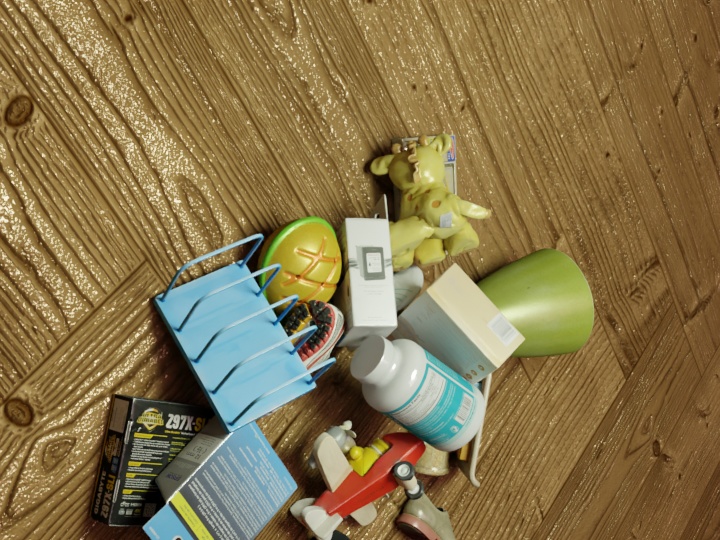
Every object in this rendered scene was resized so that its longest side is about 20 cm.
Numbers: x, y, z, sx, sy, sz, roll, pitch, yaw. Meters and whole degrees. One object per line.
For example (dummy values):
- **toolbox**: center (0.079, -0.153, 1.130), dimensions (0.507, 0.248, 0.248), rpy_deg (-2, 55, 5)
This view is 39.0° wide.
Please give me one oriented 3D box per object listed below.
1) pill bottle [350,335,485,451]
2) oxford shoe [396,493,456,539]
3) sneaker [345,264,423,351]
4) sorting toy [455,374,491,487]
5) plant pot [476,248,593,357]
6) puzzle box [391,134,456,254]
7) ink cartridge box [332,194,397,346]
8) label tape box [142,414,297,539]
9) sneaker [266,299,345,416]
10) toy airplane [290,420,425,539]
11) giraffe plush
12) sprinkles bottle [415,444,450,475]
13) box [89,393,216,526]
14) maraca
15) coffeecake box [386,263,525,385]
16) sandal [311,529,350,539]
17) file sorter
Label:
- **pill bottle**: center (0.079, 0.171, 1.461), dimensions (0.200, 0.111, 0.111), rpy_deg (37, 68, -29)
- **oxford shoe**: center (0.140, 0.444, 1.723), dimensions (0.200, 0.070, 0.075), rpy_deg (50, 55, -37)
- **sneaker**: center (0.028, 0.037, 1.567), dimensions (0.080, 0.070, 0.200), rpy_deg (55, 49, -9)
- **sorting toy**: center (0.181, 0.248, 1.699), dimensions (0.036, 0.185, 0.201), rpy_deg (6, 87, -1)
- **plant pot**: center (0.259, 0.073, 1.733), dimensions (0.199, 0.187, 0.188), rpy_deg (-13, 104, -31)
- **puzzle box**: center (0.108, -0.119, 1.662), dimensions (0.133, 0.025, 0.201), rpy_deg (-12, 103, -45)
- **ink cartridge box**: center (0.000, 0.000, 1.471), dimensions (0.066, 0.116, 0.201), rpy_deg (0, 71, -14)
- **label tape box**: center (-0.190, 0.296, 1.308), dimensions (0.200, 0.066, 0.144), rpy_deg (-46, 122, -30)
- **sneaker**: center (-0.090, 0.129, 1.410), dimensions (0.200, 0.078, 0.082), rpy_deg (-47, 157, 13)
- **toy airplane**: center (-0.019, 0.310, 1.519), dimensions (0.199, 0.141, 0.200), rpy_deg (5, 127, -35)
- **giraffe plush**: center (0.092, -0.113, 1.546), dimensions (0.172, 0.200, 0.163), rpy_deg (-11, 68, -17)
- **sprinkles bottle**: center (0.123, 0.234, 1.684), dimensions (0.068, 0.068, 0.201), rpy_deg (5, 91, -45)
- **box**: center (-0.242, 0.252, 1.330), dimensions (0.200, 0.049, 0.160), rpy_deg (15, 81, -45)
- **maraca**: center (-0.085, 0.015, 1.429), dimensions (0.137, 0.107, 0.201), rpy_deg (-24, 131, -31)
- **coffeecake box**: center (0.135, 0.101, 1.551), dimensions (0.154, 0.200, 0.073), rpy_deg (47, 61, 4)
- **sandal**: center (-0.012, 0.469, 1.584), dimensions (0.201, 0.048, 0.075), rpy_deg (52, 59, -36)
- **file sorter**: center (-0.143, 0.074, 1.286), dimensions (0.139, 0.123, 0.200), rpy_deg (-25, 77, -33)
